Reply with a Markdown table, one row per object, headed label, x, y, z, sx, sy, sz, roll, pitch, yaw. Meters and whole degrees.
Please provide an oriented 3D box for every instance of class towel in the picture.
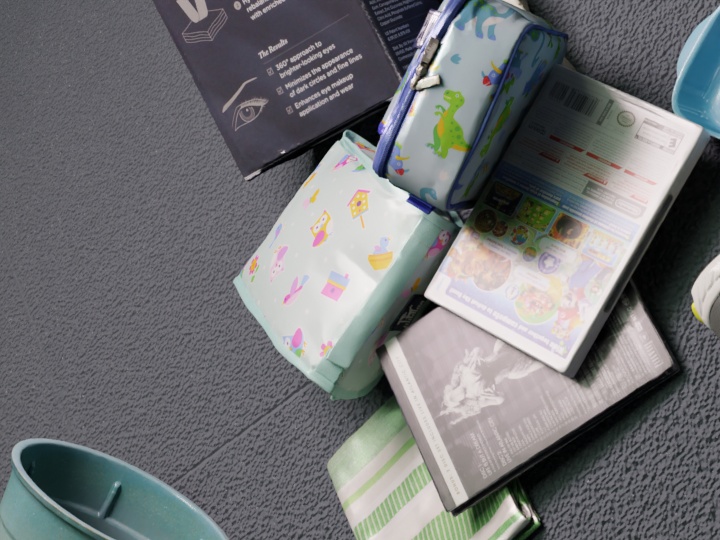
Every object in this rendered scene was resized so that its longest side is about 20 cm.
| label | x | y | z | sx | sy | sz | roll | pitch | yaw |
| --- | --- | --- | --- | --- | --- | --- | --- | --- | --- |
| towel | 0.049 | 0.166 | 1.590 | 0.153 | 0.023 | 0.200 | -47 | 39 | 18 |

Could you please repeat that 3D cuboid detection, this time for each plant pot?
| label | x | y | z | sx | sy | sz | roll | pitch | yaw |
| --- | --- | --- | --- | --- | --- | --- | --- | --- | --- |
| plant pot | -0.234 | 0.273 | 1.725 | 0.200 | 0.200 | 0.197 | 39 | 106 | 53 |

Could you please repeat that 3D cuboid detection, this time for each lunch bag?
| label | x | y | z | sx | sy | sz | roll | pitch | yaw |
| --- | --- | --- | --- | --- | --- | --- | --- | --- | --- |
| lunch bag | 0.081 | -0.123 | 1.562 | 0.082 | 0.200 | 0.161 | 26 | 100 | 11 |
| lunch bag | 0.000 | 0.000 | 1.662 | 0.171 | 0.122 | 0.200 | -54 | 21 | 7 |

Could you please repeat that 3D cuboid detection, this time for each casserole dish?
| label | x | y | z | sx | sy | sz | roll | pitch | yaw |
| --- | --- | --- | --- | --- | --- | --- | --- | --- | --- |
| casserole dish | 0.304 | -0.134 | 1.484 | 0.200 | 0.039 | 0.121 | 27 | 88 | 54 |

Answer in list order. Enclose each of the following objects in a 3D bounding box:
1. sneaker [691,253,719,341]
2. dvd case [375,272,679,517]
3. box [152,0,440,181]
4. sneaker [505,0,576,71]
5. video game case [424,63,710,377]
| label | x | y | z | sx | sy | sz | roll | pitch | yaw |
| --- | --- | --- | --- | --- | --- | --- | --- | --- | --- |
| sneaker | 0.307 | -0.012 | 1.380 | 0.200 | 0.074 | 0.085 | -51 | 42 | 26 |
| dvd case | 0.117 | 0.065 | 1.531 | 0.200 | 0.016 | 0.149 | -35 | 57 | 16 |
| box | -0.047 | -0.214 | 1.804 | 0.196 | 0.117 | 0.201 | -25 | 93 | 37 |
| sneaker | 0.092 | -0.185 | 1.733 | 0.111 | 0.077 | 0.200 | -39 | 47 | 11 |
| video game case | 0.148 | -0.039 | 1.529 | 0.143 | 0.018 | 0.200 | 29 | 88 | 38 |
